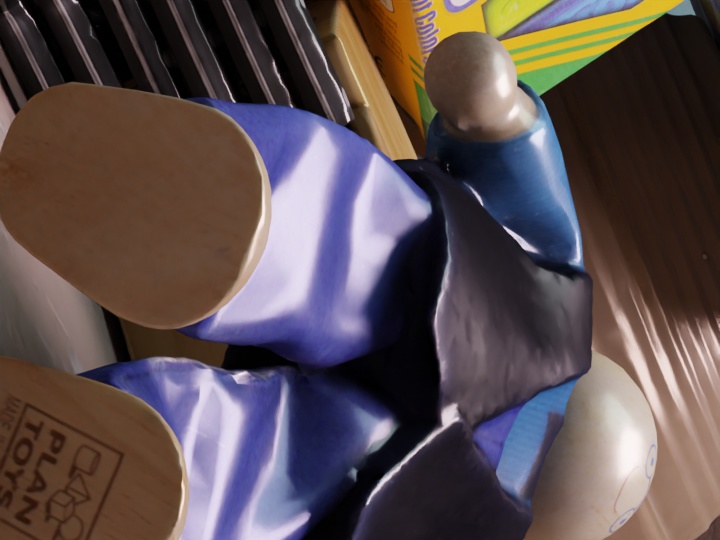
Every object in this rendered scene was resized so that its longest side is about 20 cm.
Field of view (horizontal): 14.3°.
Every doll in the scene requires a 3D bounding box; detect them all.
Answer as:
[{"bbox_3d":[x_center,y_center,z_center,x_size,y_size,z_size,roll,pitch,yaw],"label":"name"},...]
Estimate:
[{"bbox_3d":[0.000,0.025,0.475,0.200,0.048,0.137,14,94,-65],"label":"doll"}]

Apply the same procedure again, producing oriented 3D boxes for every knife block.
[{"bbox_3d":[-0.021,-0.021,0.630,0.200,0.064,0.176,57,13,-59],"label":"knife block"}]

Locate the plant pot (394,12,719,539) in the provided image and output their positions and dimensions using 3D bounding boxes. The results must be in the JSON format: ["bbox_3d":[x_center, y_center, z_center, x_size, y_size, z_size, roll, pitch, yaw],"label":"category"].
[{"bbox_3d":[0.075,-0.010,0.828,0.201,0.092,0.202,-22,90,-85],"label":"plant pot"}]

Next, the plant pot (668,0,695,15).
[{"bbox_3d":[0.050,-0.068,0.995,0.135,0.199,0.201,-56,131,-43],"label":"plant pot"}]

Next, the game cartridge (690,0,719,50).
[{"bbox_3d":[0.123,-0.052,0.800,0.200,0.040,0.134,-91,162,-75],"label":"game cartridge"}]

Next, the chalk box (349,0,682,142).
[{"bbox_3d":[0.057,-0.149,0.661,0.125,0.199,0.124,49,-13,31],"label":"chalk box"}]

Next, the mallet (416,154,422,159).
[{"bbox_3d":[0.051,0.061,0.704,0.200,0.066,0.041,48,6,6],"label":"mallet"}]
